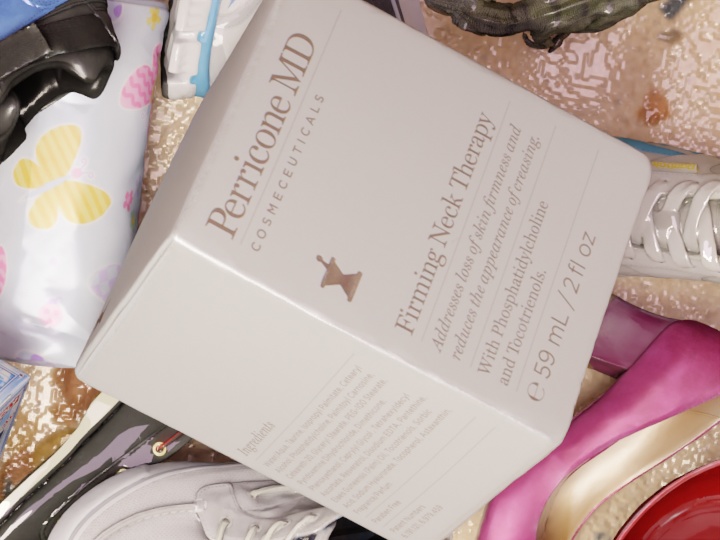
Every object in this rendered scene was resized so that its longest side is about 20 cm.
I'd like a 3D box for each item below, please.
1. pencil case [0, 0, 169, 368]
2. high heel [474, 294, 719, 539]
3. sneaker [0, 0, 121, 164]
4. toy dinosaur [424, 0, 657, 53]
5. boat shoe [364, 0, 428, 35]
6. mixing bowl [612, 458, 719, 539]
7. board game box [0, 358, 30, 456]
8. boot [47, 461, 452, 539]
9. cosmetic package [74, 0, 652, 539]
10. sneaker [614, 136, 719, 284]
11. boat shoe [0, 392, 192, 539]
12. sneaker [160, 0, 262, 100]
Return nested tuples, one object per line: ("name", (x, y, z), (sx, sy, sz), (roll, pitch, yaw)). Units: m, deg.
("pencil case", (-0.147, -0.047, 1.201), (0.082, 0.091, 0.202), (7, 95, 1))
("high heel", (0.130, 0.116, 1.232), (0.095, 0.067, 0.201), (25, 79, 29))
("sneaker", (-0.211, -0.097, 1.110), (0.199, 0.077, 0.112), (-19, 79, -12))
("toy dinosaur", (0.130, -0.145, 1.218), (0.198, 0.088, 0.048), (-15, 94, -3))
("boat shoe", (-0.001, -0.103, 1.192), (0.068, 0.071, 0.201), (-31, 123, -31))
("mixing bowl", (0.201, 0.181, 1.227), (0.198, 0.108, 0.202), (-1, 98, -7))
("board game box", (-0.249, 0.062, 1.152), (0.200, 0.200, 0.062), (47, 54, -5))
("boot", (-0.051, 0.133, 1.178), (0.199, 0.095, 0.074), (-12, 103, -32))
("cosmetic package", (0.000, 0.000, 1.121), (0.199, 0.166, 0.168), (27, 59, -9))
("sneaker", (0.165, -0.030, 1.231), (0.198, 0.081, 0.077), (1, 95, -3))
("boat shoe", (-0.147, 0.120, 1.221), (0.063, 0.074, 0.201), (44, 86, -2))
("sneaker", (-0.047, -0.183, 1.221), (0.086, 0.075, 0.202), (9, 101, -10))
